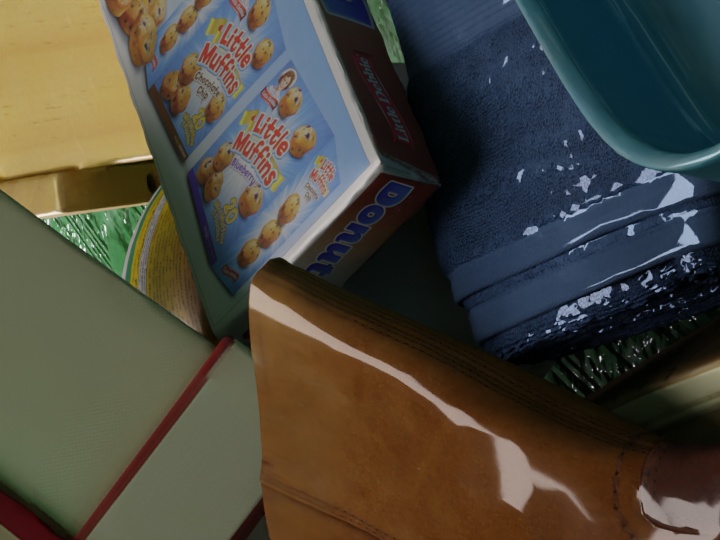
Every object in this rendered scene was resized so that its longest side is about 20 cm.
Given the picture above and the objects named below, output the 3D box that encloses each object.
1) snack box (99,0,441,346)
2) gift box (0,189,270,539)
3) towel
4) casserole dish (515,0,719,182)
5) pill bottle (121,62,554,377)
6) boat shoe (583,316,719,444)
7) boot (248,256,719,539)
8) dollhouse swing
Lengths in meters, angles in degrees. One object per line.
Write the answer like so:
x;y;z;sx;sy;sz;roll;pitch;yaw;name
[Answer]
-0.038;-0.079;0.754;0.072;0.024;0.201;-44;49;30;snack box
-0.105;0.096;0.753;0.186;0.201;0.185;33;174;15;gift box
0.048;-0.083;0.697;0.111;0.048;0.201;-23;79;48;towel
0.081;-0.092;0.557;0.121;0.039;0.200;-48;35;18;casserole dish
0.000;0.000;0.830;0.200;0.112;0.114;160;101;-72;pill bottle
0.078;0.054;0.657;0.067;0.074;0.200;59;144;3;boat shoe
0.064;0.033;0.572;0.199;0.068;0.189;24;140;31;boot
-0.071;-0.131;1.115;0.175;0.181;0.201;-8;91;31;dollhouse swing
